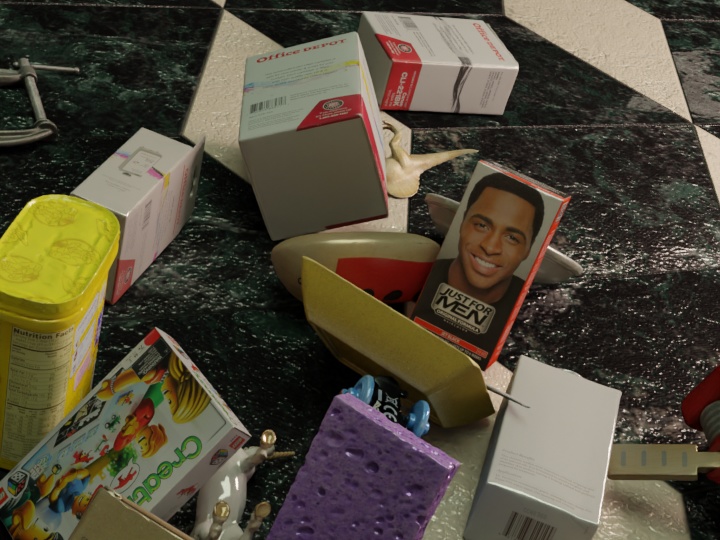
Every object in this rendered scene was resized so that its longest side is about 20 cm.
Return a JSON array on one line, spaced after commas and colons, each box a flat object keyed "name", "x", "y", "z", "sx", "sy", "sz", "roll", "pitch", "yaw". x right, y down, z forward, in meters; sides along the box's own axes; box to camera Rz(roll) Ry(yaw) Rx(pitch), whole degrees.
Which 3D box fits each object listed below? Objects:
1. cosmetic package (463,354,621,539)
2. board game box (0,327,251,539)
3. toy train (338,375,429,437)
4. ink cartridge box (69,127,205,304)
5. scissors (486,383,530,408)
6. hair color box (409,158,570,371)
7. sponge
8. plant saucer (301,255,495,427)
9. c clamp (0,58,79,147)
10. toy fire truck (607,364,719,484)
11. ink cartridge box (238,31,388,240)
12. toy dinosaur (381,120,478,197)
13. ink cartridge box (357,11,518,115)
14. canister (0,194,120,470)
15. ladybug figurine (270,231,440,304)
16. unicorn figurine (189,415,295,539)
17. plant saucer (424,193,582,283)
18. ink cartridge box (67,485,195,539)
[{"name": "cosmetic package", "x": 0.177, "y": 0.182, "z": 1.207, "sx": 0.112, "sy": 0.081, "sz": 0.200, "roll": 21, "pitch": 35, "yaw": 6}, {"name": "board game box", "x": -0.197, "y": 0.159, "z": 1.018, "sx": 0.126, "sy": 0.200, "sz": 0.035, "roll": 45, "pitch": 0, "yaw": 34}, {"name": "toy train", "x": 0.003, "y": 0.181, "z": 1.107, "sx": 0.086, "sy": 0.114, "sz": 0.200, "roll": 26, "pitch": 33, "yaw": -15}, {"name": "ink cartridge box", "x": -0.238, "y": -0.070, "z": 1.343, "sx": 0.067, "sy": 0.117, "sz": 0.200, "roll": 22, "pitch": 35, "yaw": 8}, {"name": "scissors", "x": 0.109, "y": 0.107, "z": 1.260, "sx": 0.200, "sy": 0.014, "sz": 0.073, "roll": 25, "pitch": -12, "yaw": 42}, {"name": "hair color box", "x": 0.133, "y": -0.006, "z": 1.331, "sx": 0.101, "sy": 0.201, "sz": 0.061, "roll": 25, "pitch": 13, "yaw": 13}, {"name": "sponge", "x": -0.013, "y": 0.212, "z": 1.001, "sx": 0.111, "sy": 0.201, "sz": 0.030, "roll": 29, "pitch": 10, "yaw": 20}, {"name": "plant saucer", "x": 0.029, "y": 0.084, "z": 1.228, "sx": 0.200, "sy": 0.200, "sz": 0.049, "roll": 31, "pitch": 80, "yaw": 20}, {"name": "c clamp", "x": -0.418, "y": -0.207, "z": 1.528, "sx": 0.170, "sy": 0.027, "sz": 0.200, "roll": 1, "pitch": 38, "yaw": -20}, {"name": "toy fire truck", "x": 0.351, "y": 0.171, "z": 1.251, "sx": 0.199, "sy": 0.129, "sz": 0.176, "roll": 26, "pitch": 32, "yaw": -21}, {"name": "ink cartridge box", "x": -0.052, "y": -0.160, "z": 1.476, "sx": 0.145, "sy": 0.145, "sz": 0.200, "roll": -11, "pitch": 37, "yaw": 8}, {"name": "toy dinosaur", "x": 0.045, "y": -0.136, "z": 1.611, "sx": 0.199, "sy": 0.058, "sz": 0.101, "roll": -23, "pitch": 66, "yaw": -32}, {"name": "ink cartridge box", "x": 0.105, "y": -0.297, "z": 1.807, "sx": 0.199, "sy": 0.084, "sz": 0.145, "roll": -1, "pitch": 39, "yaw": -21}, {"name": "canister", "x": -0.273, "y": 0.058, "z": 1.088, "sx": 0.086, "sy": 0.201, "sz": 0.149, "roll": 16, "pitch": 36, "yaw": -1}, {"name": "ladybug figurine", "x": 0.000, "y": 0.000, "z": 1.356, "sx": 0.199, "sy": 0.136, "sz": 0.072, "roll": -1, "pitch": 83, "yaw": -26}, {"name": "unicorn figurine", "x": -0.108, "y": 0.185, "z": 1.068, "sx": 0.074, "sy": 0.138, "sz": 0.200, "roll": 29, "pitch": 51, "yaw": -1}, {"name": "plant saucer", "x": 0.156, "y": -0.025, "z": 1.452, "sx": 0.199, "sy": 0.050, "sz": 0.200, "roll": 26, "pitch": 1, "yaw": 0}, {"name": "ink cartridge box", "x": -0.142, "y": 0.278, "z": 0.896, "sx": 0.199, "sy": 0.075, "sz": 0.165, "roll": 28, "pitch": 71, "yaw": 14}]
